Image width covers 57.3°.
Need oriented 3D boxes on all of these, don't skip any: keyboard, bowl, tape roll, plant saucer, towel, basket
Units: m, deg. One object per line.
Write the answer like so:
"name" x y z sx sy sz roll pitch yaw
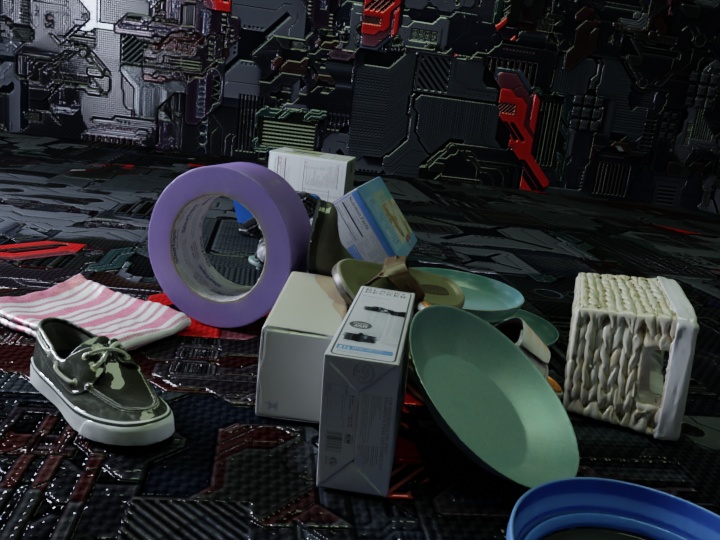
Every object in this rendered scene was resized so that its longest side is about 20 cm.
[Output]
"keyboard" -0.124 -0.084 1.236 0.126 0.021 0.198 28 -32 -34
"bowl" 0.192 0.208 0.428 0.196 0.040 0.201 7 14 -2
"tape roll" -0.166 -0.035 0.850 0.196 0.204 0.085 10 14 12
"plant saucer" 0.133 0.036 0.944 0.196 0.028 0.200 7 15 -2
"plant saucer" 0.115 0.121 0.610 0.199 0.039 0.203 28 32 -19
"plant saucer" 0.177 0.082 0.928 0.196 0.028 0.200 8 14 -2
"towel" -0.323 0.052 0.786 0.196 0.031 0.146 14 17 22
"basket" 0.305 0.086 0.767 0.121 0.139 0.200 8 14 18

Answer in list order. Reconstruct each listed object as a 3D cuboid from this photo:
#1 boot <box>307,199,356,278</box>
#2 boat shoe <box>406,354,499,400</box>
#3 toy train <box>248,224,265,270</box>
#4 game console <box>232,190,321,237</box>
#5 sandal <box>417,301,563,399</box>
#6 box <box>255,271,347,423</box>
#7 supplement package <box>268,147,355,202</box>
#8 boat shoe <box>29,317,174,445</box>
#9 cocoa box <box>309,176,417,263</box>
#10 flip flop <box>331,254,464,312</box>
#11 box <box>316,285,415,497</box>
"boot" 0.000 0.000 0.828 0.128 0.203 0.068 3 40 2
"boat shoe" 0.079 0.101 0.736 0.070 0.064 0.199 -2 19 -40
"toy train" -0.121 -0.036 1.136 0.112 0.087 0.200 21 12 0
"game console" -0.147 -0.119 1.345 0.196 0.121 0.171 12 15 15
"sandal" 0.160 0.077 0.740 0.205 0.060 0.079 32 8 -15
"box" -0.056 0.074 0.708 0.076 0.097 0.200 8 16 0
"supplement package" -0.124 -0.221 1.673 0.196 0.154 0.152 9 15 6
"boat shoe" -0.240 0.095 0.592 0.197 0.065 0.070 18 18 34
"cocoa box" -0.004 -0.052 1.040 0.130 0.135 0.200 -31 5 17
"flip flop" 0.051 0.013 0.758 0.197 0.058 0.082 8 44 -35
"box" 0.011 0.097 0.602 0.059 0.119 0.200 6 13 7
